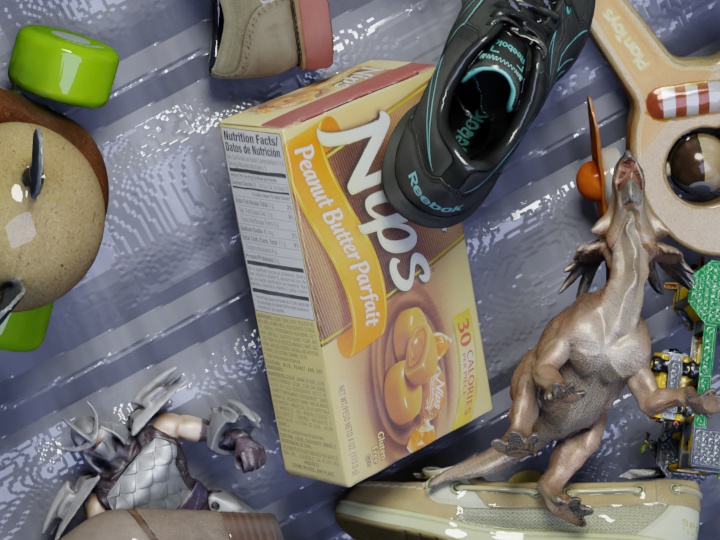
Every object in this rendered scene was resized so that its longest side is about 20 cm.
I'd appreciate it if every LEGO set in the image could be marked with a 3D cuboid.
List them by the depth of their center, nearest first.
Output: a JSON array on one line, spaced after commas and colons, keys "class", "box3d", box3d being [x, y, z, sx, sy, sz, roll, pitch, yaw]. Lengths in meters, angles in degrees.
[{"class": "LEGO set", "box3d": [0.248, 0.071, 1.493, 0.200, 0.116, 0.154, 0, 83, -7]}]

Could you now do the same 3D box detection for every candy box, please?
[{"class": "candy box", "box3d": [0.000, 0.000, 1.394, 0.115, 0.055, 0.200, -26, 113, -40]}]

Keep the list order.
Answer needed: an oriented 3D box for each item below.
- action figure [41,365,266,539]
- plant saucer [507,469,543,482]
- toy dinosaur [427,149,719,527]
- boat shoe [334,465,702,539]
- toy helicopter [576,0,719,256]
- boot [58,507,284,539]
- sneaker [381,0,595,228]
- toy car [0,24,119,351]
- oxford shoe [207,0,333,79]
[{"class": "action figure", "box3d": [-0.084, 0.138, 1.428, 0.200, 0.069, 0.130, 41, 97, -18]}, {"class": "plant saucer", "box3d": [0.100, 0.250, 1.519, 0.200, 0.048, 0.200, -47, 111, 0]}, {"class": "toy dinosaur", "box3d": [0.118, 0.046, 1.410, 0.086, 0.136, 0.200, 28, 124, -22]}, {"class": "boat shoe", "box3d": [0.086, 0.135, 1.450, 0.201, 0.073, 0.063, 5, 65, 20]}, {"class": "toy helicopter", "box3d": [0.156, -0.093, 1.438, 0.132, 0.079, 0.200, -36, 100, 6]}, {"class": "boot", "box3d": [-0.093, 0.218, 1.357, 0.146, 0.070, 0.200, -15, 78, -9]}, {"class": "sneaker", "box3d": [0.080, -0.113, 1.351, 0.075, 0.079, 0.200, 27, 72, -8]}, {"class": "toy car", "box3d": [-0.189, -0.032, 1.281, 0.158, 0.200, 0.164, 12, 101, -18]}, {"class": "oxford shoe", "box3d": [-0.068, -0.190, 1.341, 0.075, 0.070, 0.200, -15, 107, -5]}]
